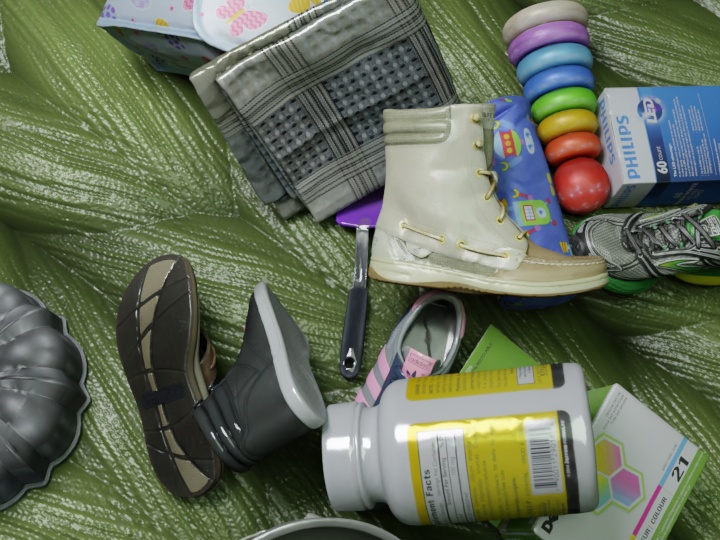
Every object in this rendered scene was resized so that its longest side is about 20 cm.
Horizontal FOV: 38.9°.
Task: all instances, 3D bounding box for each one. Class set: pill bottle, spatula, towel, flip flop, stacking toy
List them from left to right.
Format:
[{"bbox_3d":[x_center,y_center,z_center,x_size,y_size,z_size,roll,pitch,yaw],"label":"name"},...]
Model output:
[{"bbox_3d":[-0.150,0.088,0.858,0.080,0.057,0.202,-15,86,22],"label":"flip flop"},{"bbox_3d":[-0.019,-0.135,0.863,0.198,0.193,0.035,-25,48,7],"label":"towel"},{"bbox_3d":[0.000,0.000,0.924,0.056,0.021,0.202,2,72,8],"label":"spatula"},{"bbox_3d":[0.075,0.134,0.773,0.198,0.111,0.113,-6,70,9],"label":"pill bottle"},{"bbox_3d":[0.194,-0.150,0.978,0.084,0.085,0.202,-6,78,-9],"label":"stacking toy"}]

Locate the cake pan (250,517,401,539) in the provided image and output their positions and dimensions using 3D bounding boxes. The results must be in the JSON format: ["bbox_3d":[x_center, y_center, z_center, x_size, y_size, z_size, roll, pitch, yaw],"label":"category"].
[{"bbox_3d":[-0.035,0.275,0.770,0.198,0.037,0.203,-3,102,-12],"label":"cake pan"}]

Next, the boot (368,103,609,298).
[{"bbox_3d":[0.108,-0.059,0.839,0.198,0.072,0.157,5,92,11],"label":"boot"}]

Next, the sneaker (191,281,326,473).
[{"bbox_3d":[-0.092,0.083,0.827,0.099,0.200,0.071,-35,118,7],"label":"sneaker"}]

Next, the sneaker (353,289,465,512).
[{"bbox_3d":[0.033,0.103,0.860,0.070,0.082,0.202,22,70,1],"label":"sneaker"}]

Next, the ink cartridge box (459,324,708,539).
[{"bbox_3d":[0.162,0.155,0.842,0.199,0.076,0.148,38,70,-5],"label":"ink cartridge box"}]

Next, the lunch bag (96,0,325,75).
[{"bbox_3d":[-0.110,-0.261,0.904,0.198,0.127,0.171,17,83,26],"label":"lunch bag"}]

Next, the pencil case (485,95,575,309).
[{"bbox_3d":[0.138,-0.062,0.933,0.086,0.078,0.202,-7,71,-20],"label":"pencil case"}]

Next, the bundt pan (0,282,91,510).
[{"bbox_3d":[-0.324,0.094,0.826,0.199,0.076,0.204,2,71,-7],"label":"bundt pan"}]

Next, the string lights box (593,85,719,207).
[{"bbox_3d":[0.330,-0.122,0.987,0.198,0.059,0.104,-2,70,-7],"label":"string lights box"}]

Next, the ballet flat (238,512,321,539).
[{"bbox_3d":[-0.058,0.237,0.817,0.198,0.070,0.072,-12,47,-10],"label":"ballet flat"}]

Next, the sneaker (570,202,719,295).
[{"bbox_3d":[0.281,-0.031,0.920,0.198,0.085,0.079,-5,68,-20],"label":"sneaker"}]
